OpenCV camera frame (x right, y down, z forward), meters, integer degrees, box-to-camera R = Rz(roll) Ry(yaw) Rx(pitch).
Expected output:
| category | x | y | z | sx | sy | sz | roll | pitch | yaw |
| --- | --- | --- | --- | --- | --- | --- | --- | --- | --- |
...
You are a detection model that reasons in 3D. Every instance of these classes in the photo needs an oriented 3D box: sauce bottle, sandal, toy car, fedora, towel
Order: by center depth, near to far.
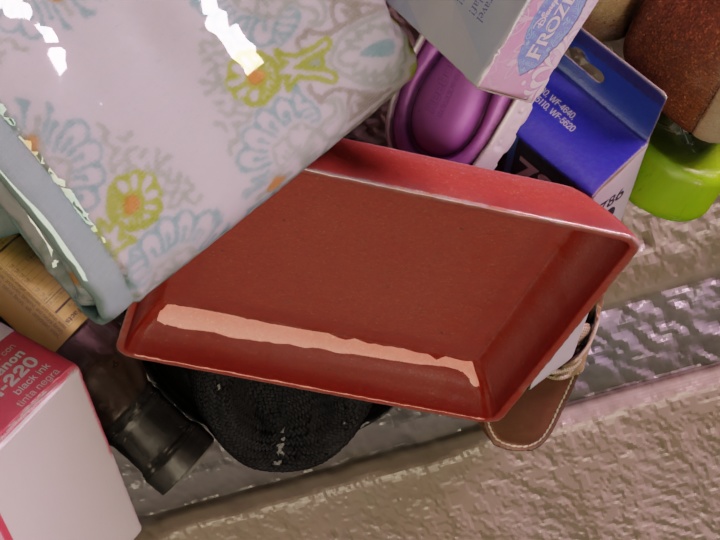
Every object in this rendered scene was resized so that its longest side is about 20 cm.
| category | x | y | z | sx | sy | sz | roll | pitch | yaw |
| --- | --- | --- | --- | --- | --- | --- | --- | --- | --- |
| towel | -0.090 | -0.108 | 0.650 | 0.171 | 0.048 | 0.200 | -39 | 106 | -18 |
| sandal | 0.059 | -0.127 | 0.745 | 0.082 | 0.050 | 0.203 | 24 | 107 | 29 |
| toy car | 0.121 | -0.154 | 0.810 | 0.200 | 0.158 | 0.165 | 32 | 127 | 7 |
| sauce bottle | -0.162 | 0.036 | 0.908 | 0.200 | 0.065 | 0.065 | 45 | 114 | -3 |
| fedora | -0.039 | 0.037 | 0.937 | 0.200 | 0.092 | 0.201 | -2 | 126 | -3 |

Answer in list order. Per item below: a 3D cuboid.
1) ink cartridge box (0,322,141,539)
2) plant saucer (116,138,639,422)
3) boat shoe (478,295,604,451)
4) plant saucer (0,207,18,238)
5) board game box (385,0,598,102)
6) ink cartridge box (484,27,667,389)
| category | x | y | z | sx | sy | sz | roll | pitch | yaw |
| --- | --- | --- | --- | --- | --- | --- | --- | --- | --- |
| ink cartridge box | -0.222 | 0.078 | 0.886 | 0.200 | 0.085 | 0.146 | 24 | 146 | 27 |
| plant saucer | 0.000 | 0.000 | 0.801 | 0.199 | 0.037 | 0.200 | 11 | 150 | -10 |
| boat shoe | 0.094 | 0.025 | 0.950 | 0.075 | 0.072 | 0.201 | 1 | 125 | -4 |
| plant saucer | -0.213 | -0.061 | 0.727 | 0.199 | 0.036 | 0.200 | 20 | 161 | 7 |
| board game box | 0.051 | -0.205 | 0.696 | 0.043 | 0.199 | 0.200 | 8 | 122 | -48 |
| ink cartridge box | 0.075 | -0.036 | 0.829 | 0.039 | 0.099 | 0.200 | -33 | 153 | -29 |
